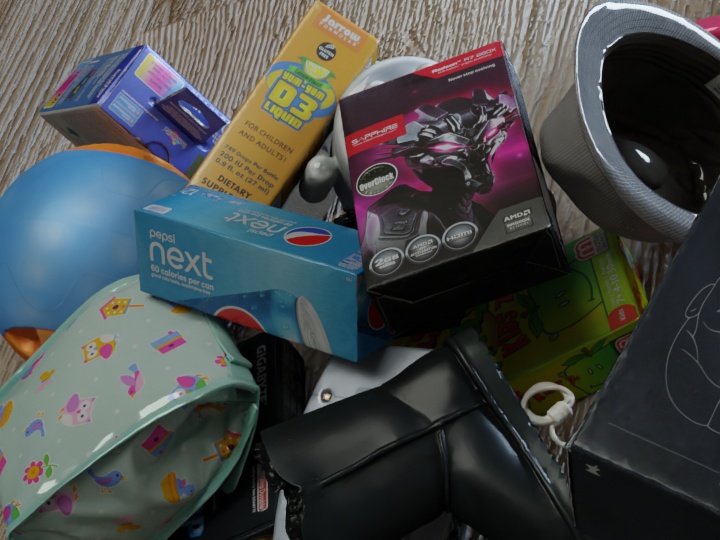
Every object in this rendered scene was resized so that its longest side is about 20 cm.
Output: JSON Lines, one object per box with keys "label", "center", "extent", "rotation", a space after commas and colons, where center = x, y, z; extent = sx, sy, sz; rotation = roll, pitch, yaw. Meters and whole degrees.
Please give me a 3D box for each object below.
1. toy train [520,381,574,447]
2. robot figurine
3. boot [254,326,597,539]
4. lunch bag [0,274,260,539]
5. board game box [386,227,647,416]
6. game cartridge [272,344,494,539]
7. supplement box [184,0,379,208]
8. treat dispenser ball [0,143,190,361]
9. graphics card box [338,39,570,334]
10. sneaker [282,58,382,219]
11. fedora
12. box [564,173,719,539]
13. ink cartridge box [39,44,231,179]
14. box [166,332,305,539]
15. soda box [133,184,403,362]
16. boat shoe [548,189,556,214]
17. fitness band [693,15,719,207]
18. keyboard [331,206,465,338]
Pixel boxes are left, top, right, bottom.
{"label": "toy train", "center": [0.210, 0.077, 1.093], "extent": [0.200, 0.056, 0.150], "rotation": [-31, 40, -3]}
{"label": "robot figurine", "center": [0.033, -0.093, 1.332], "extent": [0.169, 0.200, 0.113], "rotation": [-16, 79, -6]}
{"label": "boot", "center": [0.043, 0.153, 1.069], "extent": [0.168, 0.076, 0.200], "rotation": [-29, 72, -5]}
{"label": "lunch bag", "center": [-0.167, 0.106, 1.254], "extent": [0.200, 0.122, 0.170], "rotation": [-42, 36, 6]}
{"label": "board game box", "center": [0.106, 0.057, 1.211], "extent": [0.200, 0.048, 0.102], "rotation": [-27, 39, 16]}
{"label": "game cartridge", "center": [0.010, 0.148, 1.155], "extent": [0.133, 0.040, 0.201], "rotation": [5, 71, 27]}
{"label": "supplement box", "center": [-0.064, -0.108, 1.333], "extent": [0.200, 0.066, 0.069], "rotation": [-58, -4, -13]}
{"label": "treat dispenser ball", "center": [-0.210, -0.003, 1.411], "extent": [0.200, 0.201, 0.201], "rotation": [-23, 40, 21]}
{"label": "graphics card box", "center": [0.057, -0.059, 1.137], "extent": [0.125, 0.051, 0.200], "rotation": [-18, 44, 11]}
{"label": "sneaker", "center": [-0.038, -0.115, 1.494], "extent": [0.199, 0.081, 0.115], "rotation": [-39, 22, 12]}
{"label": "fedora", "center": [0.190, -0.083, 1.145], "extent": [0.090, 0.200, 0.177], "rotation": [-32, 56, 49]}
{"label": "box", "center": [0.246, 0.082, 0.950], "extent": [0.200, 0.124, 0.197], "rotation": [24, 65, 22]}
{"label": "ink cartridge box", "center": [-0.186, -0.127, 1.535], "extent": [0.076, 0.136, 0.200], "rotation": [-54, 24, -14]}
{"label": "box", "center": [-0.117, 0.154, 1.300], "extent": [0.159, 0.046, 0.200], "rotation": [-25, 39, 19]}
{"label": "soda box", "center": [-0.064, -0.001, 1.211], "extent": [0.200, 0.068, 0.064], "rotation": [17, 29, 33]}
{"label": "boat shoe", "center": [0.086, -0.043, 1.240], "extent": [0.200, 0.076, 0.072], "rotation": [-168, 84, -85]}
{"label": "fitness band", "center": [0.262, -0.113, 1.263], "extent": [0.143, 0.037, 0.200], "rotation": [-26, 40, 17]}
{"label": "keyboard", "center": [0.000, 0.000, 1.235], "extent": [0.200, 0.040, 0.104], "rotation": [-14, 83, 56]}
